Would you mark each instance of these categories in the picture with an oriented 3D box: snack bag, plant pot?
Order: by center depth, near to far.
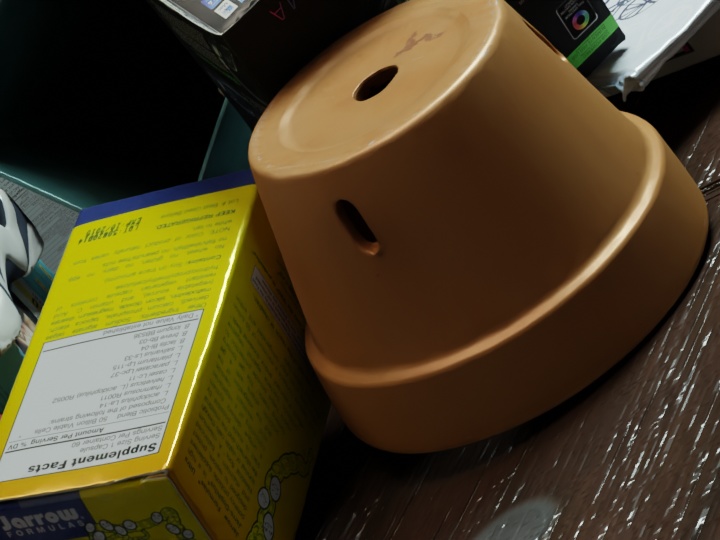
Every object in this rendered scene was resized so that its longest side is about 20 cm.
[{"bbox_3d":[0.040,-0.034,1.233,0.199,0.140,0.200,-29,25,15],"label":"plant pot"},{"bbox_3d":[0.164,-0.161,1.447,0.200,0.021,0.188,-45,17,-16],"label":"snack bag"},{"bbox_3d":[-0.104,-0.116,1.487,0.142,0.141,0.200,-70,-14,17],"label":"plant pot"}]

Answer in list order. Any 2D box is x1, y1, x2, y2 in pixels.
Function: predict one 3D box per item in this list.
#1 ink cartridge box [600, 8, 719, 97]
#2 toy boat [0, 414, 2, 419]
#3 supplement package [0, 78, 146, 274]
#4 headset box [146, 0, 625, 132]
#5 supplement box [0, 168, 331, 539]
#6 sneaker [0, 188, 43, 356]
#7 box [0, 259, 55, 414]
[{"bbox_3d":[0.182,-0.147,1.466,0.095,0.037,0.200,-49,16,-32],"label":"ink cartridge box"},{"bbox_3d":[-0.208,0.157,1.230,0.130,0.201,0.131,-9,-15,11],"label":"toy boat"},{"bbox_3d":[-0.176,-0.036,1.684,0.147,0.200,0.191,-42,15,-5],"label":"supplement package"},{"bbox_3d":[0.015,-0.127,1.341,0.174,0.200,0.093,-45,42,-8],"label":"headset box"},{"bbox_3d":[-0.089,0.065,1.262,0.108,0.110,0.201,-12,40,25],"label":"supplement box"},{"bbox_3d":[-0.231,-0.016,1.354,0.079,0.130,0.199,-32,19,22],"label":"sneaker"},{"bbox_3d":[-0.181,0.048,1.447,0.049,0.082,0.200,-38,18,6],"label":"box"}]
